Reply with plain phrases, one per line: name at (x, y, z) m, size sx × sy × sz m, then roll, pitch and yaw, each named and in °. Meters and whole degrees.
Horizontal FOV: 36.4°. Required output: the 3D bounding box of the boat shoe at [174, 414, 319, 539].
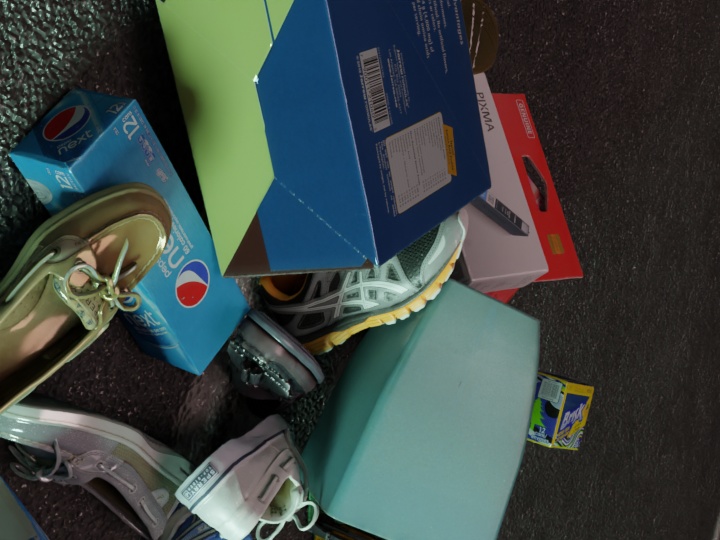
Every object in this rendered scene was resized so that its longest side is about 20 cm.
boat shoe at (-0.071, 0.168, 0.838) m, size 0.075 × 0.086 × 0.202 m, roll -45°, pitch 173°, yaw 3°

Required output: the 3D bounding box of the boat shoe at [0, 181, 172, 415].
boat shoe at (-0.187, 0.030, 0.656) m, size 0.200 × 0.063 × 0.074 m, roll -43°, pitch 132°, yaw -5°

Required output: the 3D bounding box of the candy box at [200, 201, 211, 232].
candy box at (-0.051, -0.070, 0.907) m, size 0.199 × 0.026 × 0.104 m, roll 10°, pitch 96°, yaw -56°

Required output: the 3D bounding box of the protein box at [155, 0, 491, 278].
protein box at (-0.015, -0.124, 0.789) m, size 0.200 × 0.133 × 0.202 m, roll -34°, pitch 116°, yaw -55°

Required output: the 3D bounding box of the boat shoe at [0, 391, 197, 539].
boat shoe at (-0.184, 0.134, 0.750) m, size 0.202 × 0.073 × 0.066 m, roll 49°, pitch 58°, yaw -58°

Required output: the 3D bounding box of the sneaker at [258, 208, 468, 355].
sneaker at (0.000, 0.000, 0.875) m, size 0.077 × 0.198 × 0.079 m, roll 47°, pitch 30°, yaw -22°

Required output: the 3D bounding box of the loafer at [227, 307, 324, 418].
loafer at (-0.069, 0.082, 0.846) m, size 0.063 × 0.072 × 0.200 m, roll -49°, pitch 171°, yaw -8°

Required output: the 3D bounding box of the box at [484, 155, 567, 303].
box at (0.097, -0.011, 1.050) m, size 0.103 × 0.094 × 0.200 m, roll 51°, pitch 52°, yaw -7°

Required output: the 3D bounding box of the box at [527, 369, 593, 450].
box at (0.120, 0.114, 1.062) m, size 0.070 × 0.198 × 0.065 m, roll 16°, pitch 90°, yaw -55°

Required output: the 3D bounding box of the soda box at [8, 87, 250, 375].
soda box at (-0.151, -0.022, 0.747) m, size 0.068 × 0.063 × 0.202 m, roll -53°, pitch 139°, yaw -29°

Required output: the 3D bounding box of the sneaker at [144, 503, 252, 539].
sneaker at (-0.152, 0.264, 0.827) m, size 0.201 × 0.084 × 0.077 m, roll -58°, pitch 141°, yaw -24°

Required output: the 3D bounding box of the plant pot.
plant pot at (0.058, 0.112, 0.896) m, size 0.139 × 0.141 × 0.203 m, roll 24°, pitch 87°, yaw -15°

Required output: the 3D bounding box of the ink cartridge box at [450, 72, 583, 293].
ink cartridge box at (0.129, -0.085, 1.015) m, size 0.174 × 0.045 × 0.203 m, roll -7°, pitch 73°, yaw -34°

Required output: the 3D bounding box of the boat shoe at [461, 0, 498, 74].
boat shoe at (0.049, -0.213, 0.965) m, size 0.199 × 0.065 × 0.073 m, roll -7°, pitch 103°, yaw -50°

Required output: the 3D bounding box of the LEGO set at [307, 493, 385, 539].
LEGO set at (0.028, 0.263, 1.055) m, size 0.153 × 0.114 × 0.204 m, roll -5°, pitch 106°, yaw -54°

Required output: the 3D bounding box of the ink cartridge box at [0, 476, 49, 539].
ink cartridge box at (-0.230, 0.249, 0.684) m, size 0.144 × 0.084 × 0.202 m, roll -38°, pitch 133°, yaw -20°
